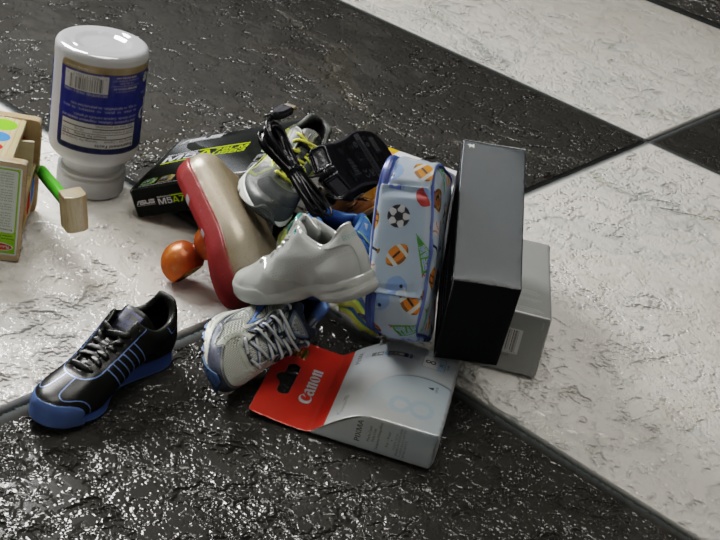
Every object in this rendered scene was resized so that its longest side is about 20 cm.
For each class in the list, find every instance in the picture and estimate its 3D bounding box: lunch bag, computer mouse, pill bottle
[{"bbox_3d":[0.053,-0.016,1.274,0.074,0.203,0.160,8,-4,10],"label":"lunch bag"},{"bbox_3d":[-0.045,-0.134,1.357,0.141,0.046,0.200,54,36,1],"label":"computer mouse"},{"bbox_3d":[-0.342,-0.201,1.517,0.118,0.202,0.120,10,28,-6],"label":"pill bottle"}]

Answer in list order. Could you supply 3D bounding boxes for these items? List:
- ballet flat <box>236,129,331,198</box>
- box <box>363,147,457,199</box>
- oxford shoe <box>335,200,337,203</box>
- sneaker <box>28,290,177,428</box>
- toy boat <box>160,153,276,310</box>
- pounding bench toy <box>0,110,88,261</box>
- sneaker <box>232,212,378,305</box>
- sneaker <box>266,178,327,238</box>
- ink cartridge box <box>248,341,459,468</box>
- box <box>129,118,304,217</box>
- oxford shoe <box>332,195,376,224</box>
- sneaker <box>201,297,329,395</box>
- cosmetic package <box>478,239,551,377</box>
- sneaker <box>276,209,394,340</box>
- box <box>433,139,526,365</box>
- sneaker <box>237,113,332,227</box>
[{"bbox_3d":[-0.095,-0.149,1.690,0.198,0.069,0.075,19,6,-1],"label":"ballet flat"},{"bbox_3d":[0.086,-0.102,1.544,0.198,0.042,0.119,20,32,28],"label":"box"},{"bbox_3d":[0.033,-0.046,1.540,0.074,0.071,0.200,2,31,-26],"label":"oxford shoe"},{"bbox_3d":[-0.254,0.083,1.173,0.069,0.079,0.200,24,30,19],"label":"sneaker"},{"bbox_3d":[-0.177,-0.030,1.381,0.201,0.130,0.131,61,8,33],"label":"toy boat"},{"bbox_3d":[-0.415,-0.105,1.394,0.197,0.126,0.157,8,28,-10],"label":"pounding bench toy"},{"bbox_3d":[-0.064,-0.015,1.223,0.198,0.090,0.075,-5,16,43],"label":"sneaker"},{"bbox_3d":[-0.092,-0.080,1.558,0.082,0.075,0.199,33,45,22],"label":"sneaker"},{"bbox_3d":[-0.001,0.121,1.247,0.197,0.048,0.160,18,28,5],"label":"ink cartridge box"},{"bbox_3d":[-0.181,-0.138,1.559,0.197,0.048,0.194,-7,26,18],"label":"box"},{"bbox_3d":[-0.006,-0.065,1.430,0.070,0.072,0.200,3,-14,-24],"label":"oxford shoe"},{"bbox_3d":[-0.097,0.063,1.244,0.084,0.078,0.200,-12,19,29],"label":"sneaker"},{"bbox_3d":[0.176,0.034,1.442,0.105,0.091,0.200,13,26,3],"label":"cosmetic package"},{"bbox_3d":[0.000,0.000,1.353,0.199,0.105,0.076,33,44,-10],"label":"sneaker"},{"bbox_3d":[0.132,-0.021,1.294,0.078,0.142,0.202,7,52,2],"label":"box"},{"bbox_3d":[-0.086,-0.128,1.390,0.074,0.085,0.201,34,31,-12],"label":"sneaker"}]
